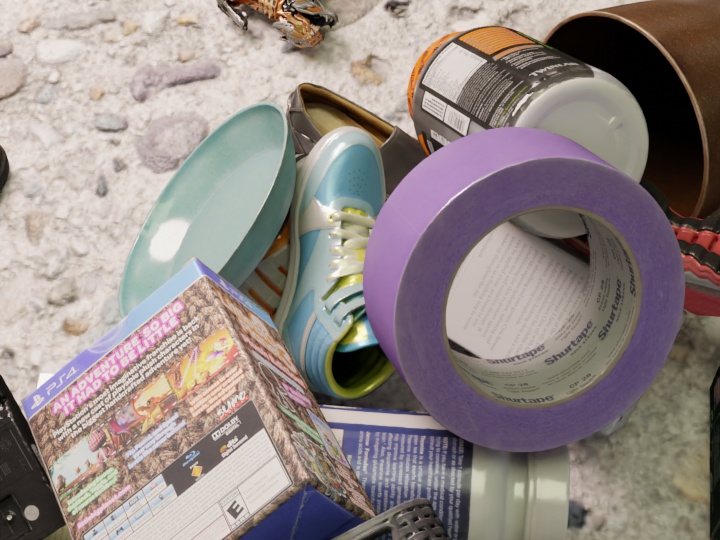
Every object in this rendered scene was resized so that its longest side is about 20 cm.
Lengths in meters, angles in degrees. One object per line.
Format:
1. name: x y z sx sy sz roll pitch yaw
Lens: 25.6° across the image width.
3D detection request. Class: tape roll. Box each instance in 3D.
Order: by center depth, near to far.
1. tape roll: 0.107 0.012 1.050 0.199 0.201 0.085 -15 22 -9

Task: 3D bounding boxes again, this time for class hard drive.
1. hard drive: -0.312 0.159 1.086 0.199 0.038 0.140 -31 88 2

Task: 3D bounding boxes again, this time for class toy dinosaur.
1. toy dinosaur: -0.082 -0.283 1.371 0.136 0.102 0.200 -40 89 -3

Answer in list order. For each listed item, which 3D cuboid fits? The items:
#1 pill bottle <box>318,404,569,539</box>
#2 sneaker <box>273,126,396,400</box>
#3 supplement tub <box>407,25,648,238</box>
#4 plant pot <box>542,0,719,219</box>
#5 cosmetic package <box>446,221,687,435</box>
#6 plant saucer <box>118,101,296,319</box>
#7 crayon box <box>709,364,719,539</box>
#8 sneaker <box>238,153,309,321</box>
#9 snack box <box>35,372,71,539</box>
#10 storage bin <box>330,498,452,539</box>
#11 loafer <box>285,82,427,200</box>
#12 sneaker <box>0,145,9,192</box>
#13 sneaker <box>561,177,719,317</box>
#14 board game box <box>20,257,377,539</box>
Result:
1. pill bottle: 0.042 0.154 1.103 0.199 0.111 0.112 4 60 3
2. sneaker: 0.000 0.000 1.141 0.079 0.130 0.201 6 96 -27
3. supplement tub: 0.114 -0.109 1.171 0.122 0.123 0.200 -22 26 -12
4. plant pot: 0.268 -0.139 1.251 0.199 0.187 0.187 -24 62 -31
5. cosmetic package: 0.128 0.025 1.177 0.199 0.071 0.102 32 101 17
6. plant saucer: -0.108 -0.035 1.196 0.036 0.199 0.201 35 57 -27
7. crayon box: 0.355 0.141 1.146 0.199 0.051 0.128 6 60 4
8. sneaker: -0.071 -0.008 1.225 0.077 0.078 0.200 16 65 45
9. snack box: -0.190 0.173 1.135 0.115 0.037 0.201 5 60 4
10. storage bin: 0.004 0.243 1.000 0.135 0.200 0.094 -25 62 -14
11. loafer: 0.020 -0.081 1.261 0.199 0.072 0.073 27 62 14
12. sneaker: -0.362 -0.057 1.228 0.200 0.104 0.060 -40 67 -20
13. sneaker: 0.225 -0.004 1.155 0.199 0.087 0.074 22 58 30
14. board game box: -0.107 0.125 1.029 0.159 0.097 0.200 -38 50 9
